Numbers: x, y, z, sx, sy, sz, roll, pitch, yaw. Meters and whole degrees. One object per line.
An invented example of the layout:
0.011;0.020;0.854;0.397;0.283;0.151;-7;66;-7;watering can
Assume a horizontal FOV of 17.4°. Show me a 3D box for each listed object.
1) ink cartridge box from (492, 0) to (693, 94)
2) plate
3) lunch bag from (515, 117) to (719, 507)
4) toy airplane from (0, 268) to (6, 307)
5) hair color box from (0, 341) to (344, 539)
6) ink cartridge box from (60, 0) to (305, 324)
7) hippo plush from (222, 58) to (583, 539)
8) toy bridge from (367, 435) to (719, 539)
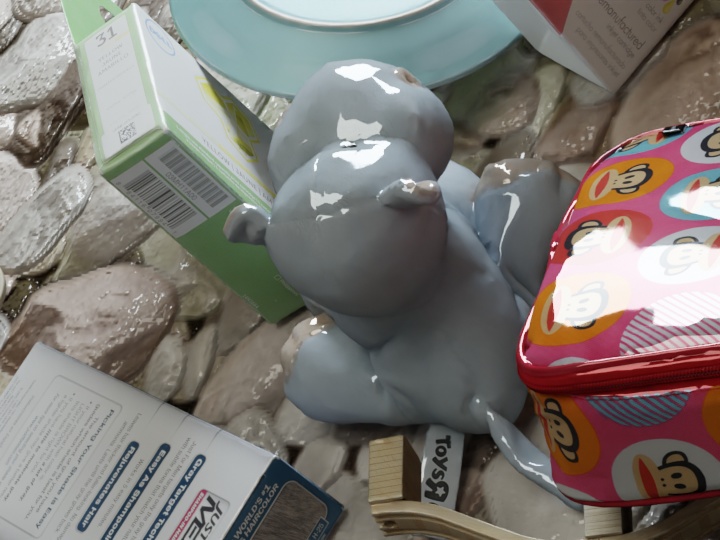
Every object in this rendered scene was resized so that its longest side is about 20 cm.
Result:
0.138;-0.201;1.125;0.200;0.116;0.067;-51;41;-3;ink cartridge box
-0.001;-0.159;1.212;0.200;0.026;0.200;-4;44;4;plate
0.164;0.007;0.926;0.176;0.082;0.200;-8;29;23;lunch bag
-0.321;0.050;1.302;0.199;0.141;0.200;11;50;22;toy airplane
-0.111;0.113;1.138;0.200;0.061;0.100;21;74;47;hair color box
-0.089;-0.084;1.206;0.048;0.146;0.200;-33;43;16;ink cartridge box
0.000;0.000;1.054;0.159;0.161;0.200;-16;50;30;hippo plush
0.101;0.089;0.961;0.200;0.027;0.067;-9;52;14;toy bridge
